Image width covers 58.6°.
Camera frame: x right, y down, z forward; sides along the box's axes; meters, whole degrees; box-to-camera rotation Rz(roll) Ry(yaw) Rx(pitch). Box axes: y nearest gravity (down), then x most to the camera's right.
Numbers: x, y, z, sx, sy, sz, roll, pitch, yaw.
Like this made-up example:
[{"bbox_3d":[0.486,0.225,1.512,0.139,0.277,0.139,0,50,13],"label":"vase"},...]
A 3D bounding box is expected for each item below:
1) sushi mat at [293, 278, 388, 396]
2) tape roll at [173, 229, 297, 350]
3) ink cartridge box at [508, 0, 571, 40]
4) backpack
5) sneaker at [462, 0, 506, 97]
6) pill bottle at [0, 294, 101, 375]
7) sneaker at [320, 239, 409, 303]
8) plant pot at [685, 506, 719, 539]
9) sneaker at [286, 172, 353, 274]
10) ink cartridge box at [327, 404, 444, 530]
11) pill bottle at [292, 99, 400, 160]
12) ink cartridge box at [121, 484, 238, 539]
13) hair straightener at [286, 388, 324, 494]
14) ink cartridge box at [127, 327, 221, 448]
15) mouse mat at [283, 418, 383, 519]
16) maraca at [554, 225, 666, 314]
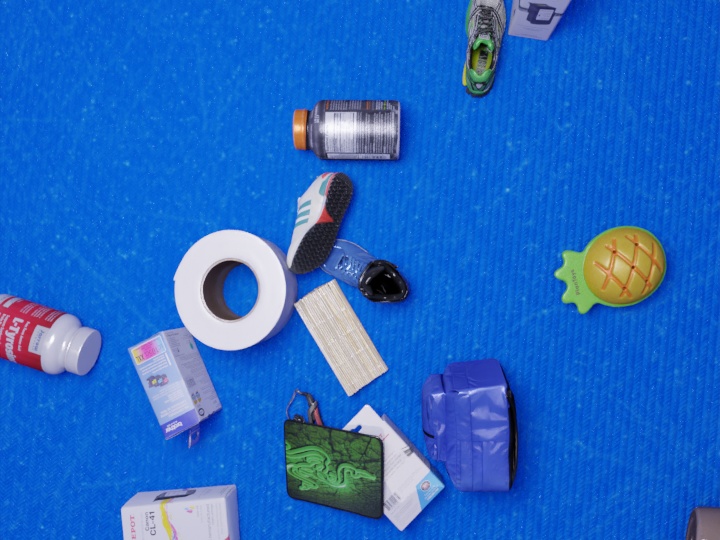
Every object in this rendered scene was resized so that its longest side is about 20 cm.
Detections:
[{"bbox_3d":[-0.036,0.122,1.194,0.094,0.012,0.203,-31,87,-17],"label":"sushi mat"},{"bbox_3d":[-0.219,0.035,1.158,0.196,0.139,0.209,0,88,4],"label":"tape roll"},{"bbox_3d":[0.322,-0.514,1.113,0.082,0.200,0.149,9,88,3],"label":"ink cartridge box"},{"bbox_3d":[0.192,0.277,1.123,0.163,0.163,0.206,-7,101,12],"label":"backpack"},{"bbox_3d":[0.231,-0.429,1.174,0.076,0.085,0.207,3,88,3],"label":"sneaker"},{"bbox_3d":[-0.592,0.124,1.189,0.195,0.112,0.115,16,89,3],"label":"pill bottle"},{"bbox_3d":[0.001,-0.001,1.160,0.197,0.111,0.078,30,90,4],"label":"sneaker"},{"bbox_3d":[0.651,0.487,1.085,0.170,0.200,0.206,10,89,20],"label":"plant pot"},{"bbox_3d":[-0.088,-0.090,1.184,0.070,0.092,0.204,30,82,-38],"label":"sneaker"},{"bbox_3d":[0.045,0.349,1.169,0.116,0.068,0.200,-44,87,2],"label":"ink cartridge box"},{"bbox_3d":[-0.025,-0.257,1.173,0.194,0.106,0.110,2,88,3],"label":"pill bottle"},{"bbox_3d":[-0.325,0.487,1.178,0.194,0.086,0.152,-6,88,2],"label":"ink cartridge box"},{"bbox_3d":[-0.095,0.319,1.189,0.075,0.041,0.205,-19,93,3],"label":"hair straightener"},{"bbox_3d":[-0.325,0.213,1.160,0.075,0.136,0.204,-26,87,4],"label":"ink cartridge box"},{"bbox_3d":[-0.050,0.355,1.148,0.195,0.008,0.166,6,106,22],"label":"mouse mat"},{"bbox_3d":[0.444,0.000,1.138,0.195,0.107,0.141,-18,88,3],"label":"maraca"}]
